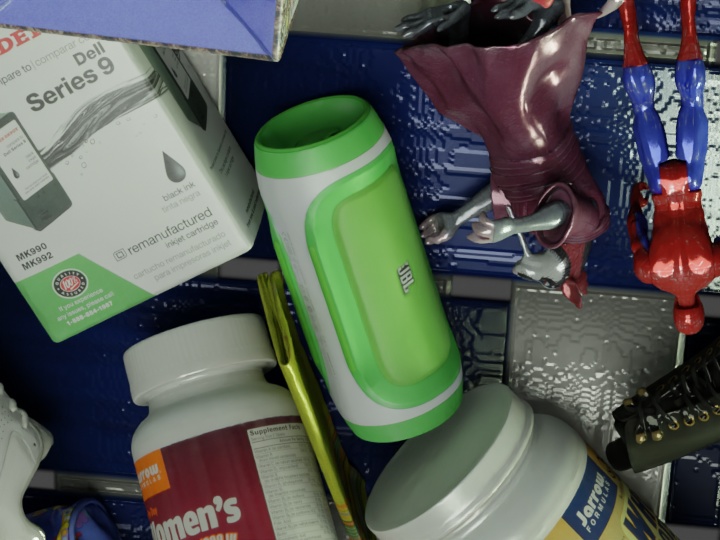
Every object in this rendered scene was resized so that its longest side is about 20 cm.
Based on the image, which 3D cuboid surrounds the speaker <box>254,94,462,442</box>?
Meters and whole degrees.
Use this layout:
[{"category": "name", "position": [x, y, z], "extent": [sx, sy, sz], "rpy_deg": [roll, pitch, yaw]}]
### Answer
[{"category": "speaker", "position": [0.000, 0.000, 1.537], "extent": [0.088, 0.089, 0.201], "rpy_deg": [-13, 115, 12]}]

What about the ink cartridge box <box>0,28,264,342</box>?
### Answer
[{"category": "ink cartridge box", "position": [-0.168, -0.081, 1.515], "extent": [0.145, 0.084, 0.200], "rpy_deg": [-25, 111, 17]}]

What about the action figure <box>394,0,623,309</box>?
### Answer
[{"category": "action figure", "position": [0.102, -0.073, 1.497], "extent": [0.149, 0.134, 0.201], "rpy_deg": [-31, 114, -11]}]

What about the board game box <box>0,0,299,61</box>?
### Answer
[{"category": "board game box", "position": [-0.106, -0.201, 1.381], "extent": [0.159, 0.200, 0.097], "rpy_deg": [7, 117, 2]}]

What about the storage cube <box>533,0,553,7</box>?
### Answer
[{"category": "storage cube", "position": [0.075, -0.278, 1.340], "extent": [0.199, 0.171, 0.180], "rpy_deg": [29, 115, -8]}]

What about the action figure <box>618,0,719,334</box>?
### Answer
[{"category": "action figure", "position": [0.186, -0.065, 1.503], "extent": [0.065, 0.099, 0.201], "rpy_deg": [-4, 94, 12]}]

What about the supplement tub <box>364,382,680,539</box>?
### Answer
[{"category": "supplement tub", "position": [0.112, 0.181, 1.583], "extent": [0.144, 0.145, 0.200], "rpy_deg": [-38, 108, 22]}]

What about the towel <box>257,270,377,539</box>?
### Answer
[{"category": "towel", "position": [-0.022, 0.096, 1.558], "extent": [0.018, 0.086, 0.201], "rpy_deg": [-19, 132, 1]}]

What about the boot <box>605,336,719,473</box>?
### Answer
[{"category": "boot", "position": [0.209, 0.065, 1.488], "extent": [0.138, 0.078, 0.200], "rpy_deg": [-18, 152, -1]}]

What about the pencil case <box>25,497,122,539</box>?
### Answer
[{"category": "pencil case", "position": [-0.253, 0.210, 1.671], "extent": [0.199, 0.087, 0.078], "rpy_deg": [-17, 114, 13]}]

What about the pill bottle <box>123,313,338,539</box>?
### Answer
[{"category": "pill bottle", "position": [-0.077, 0.135, 1.557], "extent": [0.109, 0.110, 0.201], "rpy_deg": [-19, 79, 15]}]

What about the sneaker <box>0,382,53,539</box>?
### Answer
[{"category": "sneaker", "position": [-0.245, 0.095, 1.613], "extent": [0.099, 0.078, 0.201], "rpy_deg": [-9, 92, -29]}]
